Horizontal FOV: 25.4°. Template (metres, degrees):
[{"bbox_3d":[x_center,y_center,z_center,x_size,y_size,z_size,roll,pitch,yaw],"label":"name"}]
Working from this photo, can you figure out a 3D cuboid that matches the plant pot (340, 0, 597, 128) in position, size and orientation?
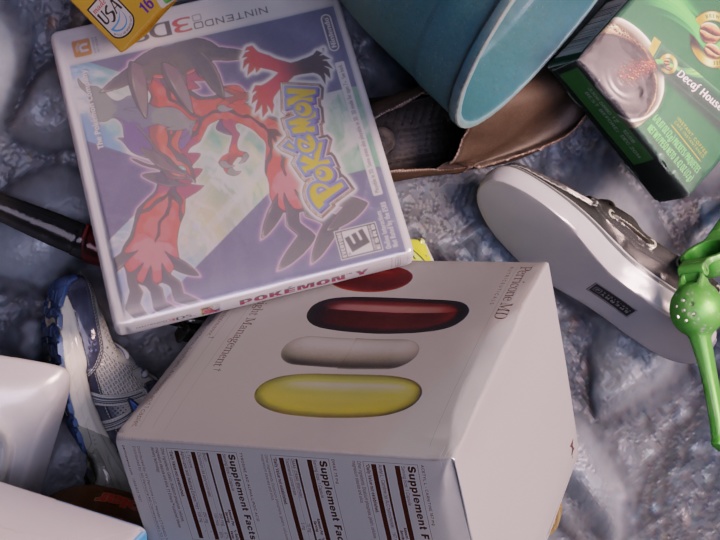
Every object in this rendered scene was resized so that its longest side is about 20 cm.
[{"bbox_3d":[0.050,-0.221,0.940,0.188,0.200,0.200,40,88,10],"label":"plant pot"}]

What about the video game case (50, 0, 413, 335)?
[{"bbox_3d":[-0.080,-0.076,0.967,0.181,0.023,0.201,-14,70,-6],"label":"video game case"}]

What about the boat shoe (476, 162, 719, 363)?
[{"bbox_3d":[0.164,-0.014,1.077,0.200,0.069,0.057,37,59,-15],"label":"boat shoe"}]

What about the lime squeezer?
[{"bbox_3d":[0.237,0.012,1.053,0.070,0.038,0.201,27,60,-25],"label":"lime squeezer"}]

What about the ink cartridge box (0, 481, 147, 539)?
[{"bbox_3d":[-0.183,0.232,0.932,0.115,0.067,0.201,13,123,20],"label":"ink cartridge box"}]

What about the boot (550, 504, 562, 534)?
[{"bbox_3d":[0.052,0.183,1.025,0.199,0.155,0.073,-2,105,-11],"label":"boot"}]

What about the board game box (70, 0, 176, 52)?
[{"bbox_3d":[-0.158,-0.249,0.915,0.200,0.040,0.153,45,124,-6],"label":"board game box"}]

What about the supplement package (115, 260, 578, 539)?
[{"bbox_3d":[0.002,0.102,0.928,0.199,0.191,0.148,1,122,23],"label":"supplement package"}]

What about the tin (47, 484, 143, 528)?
[{"bbox_3d":[-0.176,0.218,1.001,0.111,0.042,0.201,18,120,-11],"label":"tin"}]

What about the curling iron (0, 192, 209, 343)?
[{"bbox_3d":[-0.170,-0.012,1.004,0.199,0.050,0.026,30,119,-8],"label":"curling iron"}]

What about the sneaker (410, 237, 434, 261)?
[{"bbox_3d":[0.000,0.000,1.042,0.200,0.075,0.077,47,59,-14],"label":"sneaker"}]

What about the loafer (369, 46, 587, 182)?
[{"bbox_3d":[0.069,-0.092,1.032,0.199,0.071,0.073,-19,103,-10],"label":"loafer"}]

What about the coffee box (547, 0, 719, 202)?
[{"bbox_3d":[0.227,-0.158,1.049,0.200,0.044,0.123,-46,105,-19],"label":"coffee box"}]

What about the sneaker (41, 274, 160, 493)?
[{"bbox_3d":[-0.145,0.089,1.017,0.085,0.077,0.201,-20,112,-16],"label":"sneaker"}]

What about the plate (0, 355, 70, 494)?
[{"bbox_3d":[-0.291,0.127,0.962,0.198,0.032,0.201,11,122,-15],"label":"plate"}]
